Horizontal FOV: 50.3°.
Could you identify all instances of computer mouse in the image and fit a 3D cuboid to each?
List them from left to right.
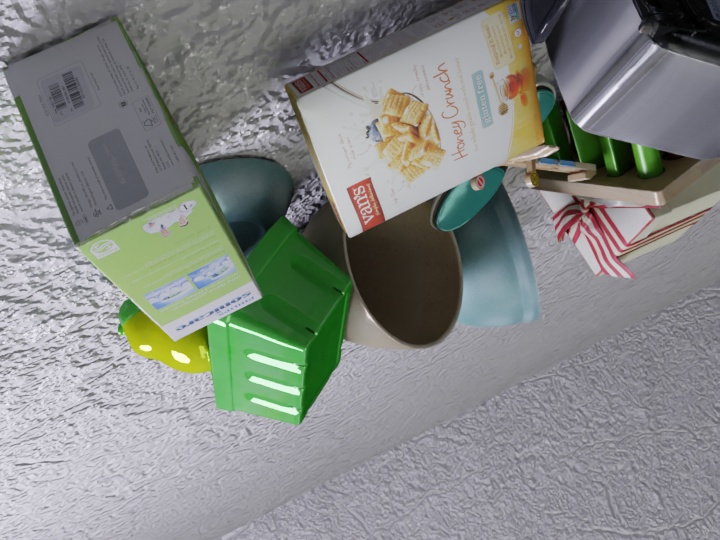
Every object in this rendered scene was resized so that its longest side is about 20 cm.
[{"bbox_3d":[0.171,-0.273,0.561,0.141,0.046,0.200,-60,179,-43],"label":"computer mouse"}]

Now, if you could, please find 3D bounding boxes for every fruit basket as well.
[{"bbox_3d":[-0.125,0.049,0.766,0.156,0.215,0.216,-56,177,-34],"label":"fruit basket"}]

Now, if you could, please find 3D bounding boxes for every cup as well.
[{"bbox_3d":[0.000,0.000,0.865,0.143,0.201,0.200,-17,171,40],"label":"cup"}]

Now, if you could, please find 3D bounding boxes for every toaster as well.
[{"bbox_3d":[0.255,-0.204,0.644,0.199,0.181,0.119,7,147,-22],"label":"toaster"}]

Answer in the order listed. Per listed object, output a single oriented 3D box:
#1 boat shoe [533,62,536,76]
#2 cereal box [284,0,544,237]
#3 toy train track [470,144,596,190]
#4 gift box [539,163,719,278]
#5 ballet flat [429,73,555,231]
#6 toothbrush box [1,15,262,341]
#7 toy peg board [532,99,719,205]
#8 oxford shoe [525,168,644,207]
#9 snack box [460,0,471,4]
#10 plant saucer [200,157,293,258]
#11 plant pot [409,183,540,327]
[{"bbox_3d":[0.079,-0.174,0.711,0.199,0.071,0.065,-5,115,-33],"label":"boat shoe"},{"bbox_3d":[0.052,-0.130,0.642,0.199,0.040,0.144,-28,130,-6],"label":"cereal box"},{"bbox_3d":[0.174,-0.098,0.779,0.199,0.033,0.114,-2,178,-40],"label":"toy train track"},{"bbox_3d":[0.384,-0.107,1.075,0.186,0.200,0.185,-19,153,-21],"label":"gift box"},{"bbox_3d":[0.135,-0.133,0.838,0.069,0.069,0.200,-3,136,-49],"label":"ballet flat"},{"bbox_3d":[-0.153,-0.054,0.557,0.086,0.146,0.200,-27,160,-5],"label":"toothbrush box"},{"bbox_3d":[0.317,-0.174,0.881,0.199,0.098,0.200,-34,-154,-21],"label":"toy peg board"},{"bbox_3d":[0.288,-0.114,0.972,0.075,0.200,0.058,-39,120,-22],"label":"oxford shoe"},{"bbox_3d":[0.124,-0.283,0.553,0.072,0.024,0.200,-23,159,-20],"label":"snack box"},{"bbox_3d":[-0.150,-0.033,0.762,0.200,0.039,0.201,-25,158,-11],"label":"plant saucer"},{"bbox_3d":[0.132,-0.013,0.983,0.134,0.201,0.200,-17,160,3],"label":"plant pot"}]
